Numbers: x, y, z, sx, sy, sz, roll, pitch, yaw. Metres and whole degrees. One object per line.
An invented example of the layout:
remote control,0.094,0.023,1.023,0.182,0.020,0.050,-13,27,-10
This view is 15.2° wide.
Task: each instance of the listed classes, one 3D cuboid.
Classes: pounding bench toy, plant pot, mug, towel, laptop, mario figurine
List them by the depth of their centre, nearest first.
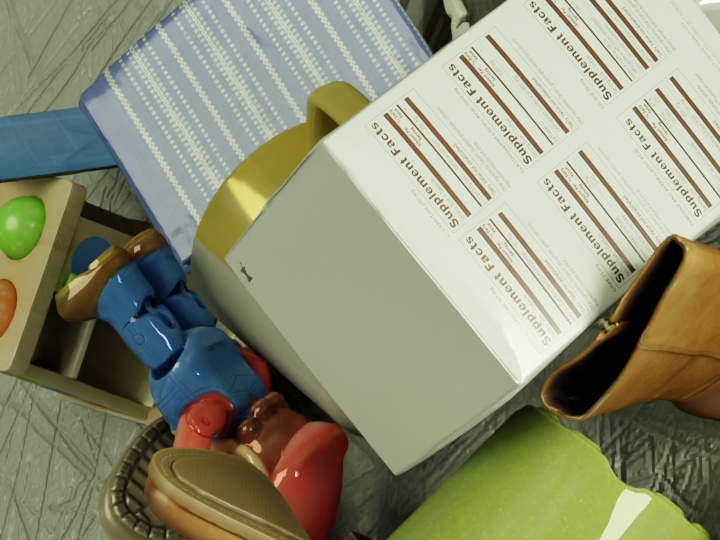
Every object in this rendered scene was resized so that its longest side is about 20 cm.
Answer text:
plant pot,0.075,0.175,1.350,0.190,0.200,0.200,-54,40,-3
mario figurine,-0.093,0.083,1.495,0.200,0.123,0.106,52,154,7
mug,-0.004,0.008,1.511,0.149,0.187,0.153,-42,52,1
towel,-0.062,-0.109,1.597,0.200,0.024,0.145,-39,67,11
pounding bench toy,-0.167,0.018,1.691,0.199,0.155,0.125,12,81,49
laptop,-0.151,-0.138,1.734,0.201,0.115,0.187,-61,19,6

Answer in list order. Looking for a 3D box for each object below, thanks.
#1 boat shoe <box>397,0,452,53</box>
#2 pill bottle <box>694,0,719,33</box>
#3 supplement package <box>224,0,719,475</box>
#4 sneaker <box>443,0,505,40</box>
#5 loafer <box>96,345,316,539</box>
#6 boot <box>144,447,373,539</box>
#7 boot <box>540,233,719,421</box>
boat shoe,0.003,-0.090,1.623,0.075,0.068,0.201,29,99,50
pill bottle,0.155,-0.179,1.462,0.114,0.113,0.201,-39,48,29
supplement package,0.071,-0.032,1.327,0.200,0.147,0.191,-38,-3,-23
sneaker,0.093,-0.151,1.560,0.090,0.066,0.201,-17,52,25
loafer,-0.089,0.112,1.577,0.076,0.200,0.068,43,131,6
boot,-0.078,0.185,1.424,0.155,0.200,0.077,-46,48,11
boot,0.183,-0.008,1.278,0.188,0.200,0.069,-49,63,20
